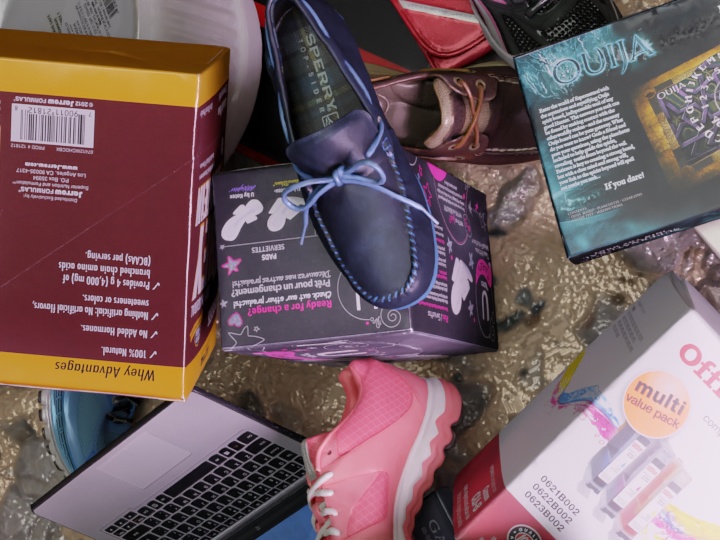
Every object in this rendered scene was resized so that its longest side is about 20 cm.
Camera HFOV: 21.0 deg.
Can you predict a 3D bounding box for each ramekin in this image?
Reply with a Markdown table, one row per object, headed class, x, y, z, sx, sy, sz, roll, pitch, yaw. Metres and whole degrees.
| class | x | y | z | sx | sy | sz | roll | pitch | yaw |
| --- | --- | --- | --- | --- | --- | --- | --- | --- | --- |
| ramekin | -0.176 | -0.147 | 1.356 | 0.199 | 0.105 | 0.202 | -8 | 76 | 37 |

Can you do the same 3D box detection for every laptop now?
| class | x | y | z | sx | sy | sz | roll | pitch | yaw |
| --- | --- | --- | --- | --- | --- | --- | --- | --- | --- |
| laptop | -0.091 | 0.198 | 1.286 | 0.187 | 0.199 | 0.117 | -37 | 38 | 36 |

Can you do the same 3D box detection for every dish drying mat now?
| class | x | y | z | sx | sy | sz | roll | pitch | yaw |
| --- | --- | --- | --- | --- | --- | --- | --- | --- | --- |
| dish drying mat | 0.118 | -0.213 | 1.324 | 0.199 | 0.018 | 0.077 | -33 | 74 | 7 |

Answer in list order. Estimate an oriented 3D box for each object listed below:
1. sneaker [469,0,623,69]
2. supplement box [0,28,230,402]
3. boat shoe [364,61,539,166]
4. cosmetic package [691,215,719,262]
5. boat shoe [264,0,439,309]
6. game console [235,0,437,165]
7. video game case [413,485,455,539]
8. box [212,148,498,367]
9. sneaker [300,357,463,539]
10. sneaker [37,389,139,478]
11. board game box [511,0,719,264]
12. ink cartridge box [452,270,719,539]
| class | x | y | z | sx | sy | sz | roll | pitch | yaw |
| --- | --- | --- | --- | --- | --- | --- | --- | --- | --- |
| sneaker | 0.090 | -0.201 | 1.270 | 0.080 | 0.086 | 0.200 | -46 | 68 | -1 |
| supplement box | -0.189 | -0.040 | 1.221 | 0.195 | 0.133 | 0.202 | 5 | 104 | 3 |
| boat shoe | 0.058 | -0.102 | 1.293 | 0.198 | 0.072 | 0.073 | 7 | 106 | 0 |
| cosmetic package | 0.260 | -0.020 | 1.223 | 0.071 | 0.105 | 0.201 | -40 | 75 | 9 |
| boat shoe | -0.020 | -0.070 | 1.130 | 0.084 | 0.069 | 0.201 | -30 | 73 | 12 |
| game console | -0.034 | -0.157 | 1.381 | 0.199 | 0.031 | 0.178 | 26 | 87 | 19 |
| video game case | 0.025 | 0.250 | 1.279 | 0.200 | 0.019 | 0.144 | -40 | 72 | 37 |
| box | 0.000 | 0.000 | 1.258 | 0.131 | 0.200 | 0.116 | -7 | 81 | 18 |
| sneaker | -0.007 | 0.145 | 1.211 | 0.086 | 0.074 | 0.201 | 27 | 60 | -12 |
| sneaker | -0.172 | 0.062 | 1.379 | 0.089 | 0.078 | 0.202 | 2 | 86 | 16 |
| board game box | 0.203 | -0.098 | 1.182 | 0.198 | 0.028 | 0.137 | -17 | 77 | 15 |
| ink cartridge box | 0.176 | 0.125 | 1.196 | 0.145 | 0.145 | 0.200 | 44 | 98 | -3 |
